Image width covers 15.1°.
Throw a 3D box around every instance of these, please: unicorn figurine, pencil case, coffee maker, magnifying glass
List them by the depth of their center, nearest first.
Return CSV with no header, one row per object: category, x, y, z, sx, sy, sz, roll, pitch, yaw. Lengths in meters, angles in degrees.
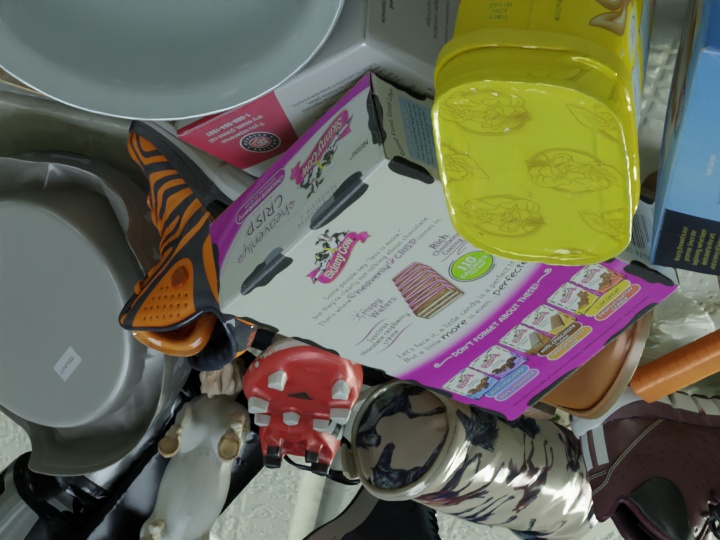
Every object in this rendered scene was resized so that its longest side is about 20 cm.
magnifying glass,0.244,0.033,1.606,0.200,0.022,0.079,-27,135,36
unicorn figurine,-0.111,0.141,1.634,0.074,0.200,0.137,35,-176,-4
pencil case,0.073,0.121,1.678,0.089,0.078,0.200,-38,147,22
coffee maker,-0.133,0.146,1.746,0.192,0.135,0.200,41,110,10

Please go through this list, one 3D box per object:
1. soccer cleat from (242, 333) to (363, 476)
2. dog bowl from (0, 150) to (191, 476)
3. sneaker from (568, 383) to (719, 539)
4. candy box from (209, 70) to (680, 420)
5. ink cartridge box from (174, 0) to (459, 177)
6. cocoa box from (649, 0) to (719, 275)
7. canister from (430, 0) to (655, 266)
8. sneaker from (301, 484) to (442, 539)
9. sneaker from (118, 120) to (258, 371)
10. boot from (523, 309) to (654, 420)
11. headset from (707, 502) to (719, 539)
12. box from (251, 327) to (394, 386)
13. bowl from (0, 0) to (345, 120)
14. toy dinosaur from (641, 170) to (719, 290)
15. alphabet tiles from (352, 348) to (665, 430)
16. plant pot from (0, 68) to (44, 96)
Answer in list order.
soccer cleat,-0.031,0.058,1.600,0.068,0.086,0.200,7,160,1
dog bowl,-0.182,0.020,1.624,0.199,0.059,0.201,13,116,29
sneaker,0.226,0.139,1.705,0.199,0.116,0.076,4,155,-17
candy box,0.042,-0.008,1.378,0.199,0.061,0.136,22,132,-35
ink cartridge box,0.027,-0.089,1.410,0.200,0.085,0.144,25,146,-37
cocoa box,0.219,-0.094,1.312,0.131,0.134,0.200,9,151,4
canister,0.092,-0.125,1.234,0.086,0.201,0.149,5,150,11
sneaker,0.051,0.191,1.733,0.146,0.202,0.077,18,116,17
sneaker,-0.100,-0.016,1.490,0.077,0.112,0.200,28,-176,-28
boot,0.068,0.027,1.527,0.154,0.074,0.200,24,156,-14
headset,0.305,0.111,1.633,0.094,0.200,0.124,45,176,40
box,0.000,0.000,1.640,0.199,0.050,0.198,20,150,-16
bowl,-0.101,-0.176,1.300,0.200,0.091,0.202,2,134,2
toy dinosaur,0.171,-0.033,1.518,0.199,0.061,0.106,4,160,-41
alphabet tiles,0.101,0.086,1.725,0.195,0.015,0.200,17,149,-41
plant pot,-0.154,-0.154,1.446,0.199,0.028,0.200,8,150,5
